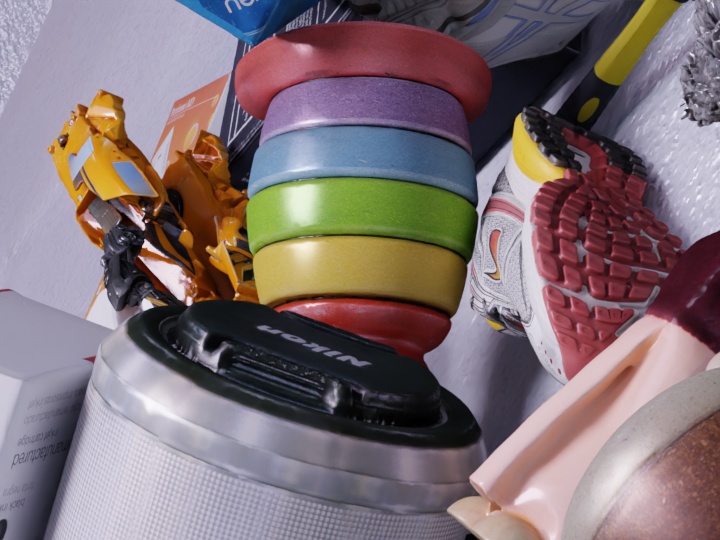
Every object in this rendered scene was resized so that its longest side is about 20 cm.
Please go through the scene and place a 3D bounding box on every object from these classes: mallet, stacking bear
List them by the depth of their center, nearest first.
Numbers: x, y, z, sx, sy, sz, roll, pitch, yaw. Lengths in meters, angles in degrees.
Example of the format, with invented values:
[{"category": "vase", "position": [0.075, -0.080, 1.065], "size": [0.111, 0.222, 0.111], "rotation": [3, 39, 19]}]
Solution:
[{"category": "stacking bear", "position": [0.000, 0.000, 0.982], "size": [0.114, 0.121, 0.201], "rotation": [102, 169, -77]}, {"category": "mallet", "position": [0.108, -0.099, 0.993], "size": [0.200, 0.066, 0.041], "rotation": [-46, 24, 46]}]

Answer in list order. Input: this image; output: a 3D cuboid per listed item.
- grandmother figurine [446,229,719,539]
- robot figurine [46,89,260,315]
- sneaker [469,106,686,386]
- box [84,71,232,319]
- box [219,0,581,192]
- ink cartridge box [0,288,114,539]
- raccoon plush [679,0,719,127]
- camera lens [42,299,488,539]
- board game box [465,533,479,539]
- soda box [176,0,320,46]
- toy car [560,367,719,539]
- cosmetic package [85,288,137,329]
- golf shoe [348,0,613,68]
[{"category": "grandmother figurine", "position": [0.114, 0.024, 0.764], "size": [0.200, 0.061, 0.121], "rotation": [-51, 19, -5]}, {"category": "robot figurine", "position": [-0.077, -0.009, 1.084], "size": [0.058, 0.145, 0.200], "rotation": [-56, 43, 17]}, {"category": "sneaker", "position": [0.089, 0.005, 0.918], "size": [0.200, 0.078, 0.082], "rotation": [-87, 21, -67]}, {"category": "box", "position": [-0.097, -0.009, 1.398], "size": [0.124, 0.097, 0.201], "rotation": [-13, 53, 68]}, {"category": "box", "position": [0.026, -0.152, 1.200], "size": [0.198, 0.123, 0.201], "rotation": [-48, 26, 45]}, {"category": "ink cartridge box", "position": [-0.169, 0.118, 0.897], "size": [0.147, 0.083, 0.201], "rotation": [-12, -60, -73]}, {"category": "raccoon plush", "position": [0.124, -0.144, 0.822], "size": [0.134, 0.200, 0.097], "rotation": [-51, -8, -29]}, {"category": "camera lens", "position": [-0.047, 0.123, 0.860], "size": [0.160, 0.159, 0.201], "rotation": [-133, 59, -71]}, {"category": "board game box", "position": [0.078, 0.151, 0.796], "size": [0.200, 0.034, 0.136], "rotation": [-30, 38, 60]}, {"category": "soda box", "position": [-0.042, -0.160, 1.015], "size": [0.068, 0.064, 0.200], "rotation": [-60, -1, 15]}, {"category": "toy car", "position": [0.155, 0.112, 0.546], "size": [0.200, 0.157, 0.165], "rotation": [50, 121, 39]}, {"category": "cosmetic package", "position": [-0.093, 0.148, 1.065], "size": [0.201, 0.167, 0.166], "rotation": [-60, 18, 11]}, {"category": "golf shoe", "position": [0.095, -0.149, 1.035], "size": [0.199, 0.097, 0.079], "rotation": [-22, 61, 8]}]
